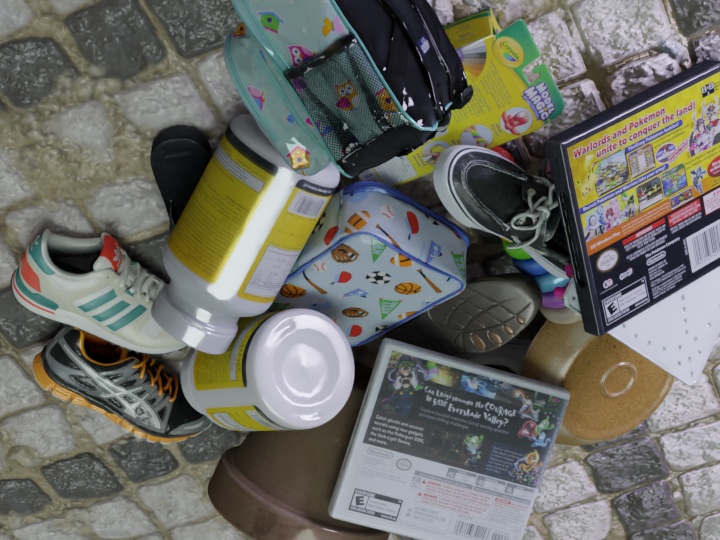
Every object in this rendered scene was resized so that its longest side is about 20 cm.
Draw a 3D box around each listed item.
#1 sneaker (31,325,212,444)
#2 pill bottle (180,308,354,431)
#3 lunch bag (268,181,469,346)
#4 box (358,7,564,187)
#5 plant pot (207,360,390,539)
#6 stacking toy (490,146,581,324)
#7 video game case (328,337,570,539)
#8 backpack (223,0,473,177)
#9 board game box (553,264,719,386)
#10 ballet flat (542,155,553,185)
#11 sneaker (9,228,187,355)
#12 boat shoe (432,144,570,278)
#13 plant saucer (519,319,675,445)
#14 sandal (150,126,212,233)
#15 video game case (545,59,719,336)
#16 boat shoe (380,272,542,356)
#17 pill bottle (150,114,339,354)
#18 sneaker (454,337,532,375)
[{"bbox_3d":[-0.236,0.115,1.564,0.199,0.079,0.077,23,119,-23],"label":"sneaker"},{"bbox_3d":[-0.099,0.099,1.461,0.111,0.112,0.199,28,161,-25],"label":"pill bottle"},{"bbox_3d":[0.000,0.000,1.441,0.159,0.076,0.199,25,144,-32],"label":"lunch bag"},{"bbox_3d":[0.072,-0.153,1.344,0.198,0.049,0.118,-19,131,18],"label":"box"},{"bbox_3d":[-0.039,0.185,1.561,0.198,0.200,0.176,18,102,-18],"label":"plant pot"},{"bbox_3d":[0.162,-0.043,1.437,0.085,0.086,0.200,-27,122,22],"label":"stacking toy"},{"bbox_3d":[0.087,0.178,1.482,0.198,0.023,0.184,16,98,-14],"label":"video game case"},{"bbox_3d":[-0.022,-0.187,1.214,0.152,0.176,0.201,-21,104,26],"label":"backpack"},{"bbox_3d":[0.282,-0.022,1.389,0.199,0.026,0.202,30,82,-36],"label":"board game box"},{"bbox_3d":[0.253,-0.053,1.423,0.200,0.070,0.071,40,164,-34],"label":"ballet flat"},{"bbox_3d":[-0.236,0.016,1.472,0.198,0.071,0.094,19,136,-15],"label":"sneaker"},{"bbox_3d":[0.152,-0.049,1.349,0.199,0.074,0.068,38,163,-28],"label":"boat shoe"},{"bbox_3d":[0.256,0.104,1.543,0.198,0.035,0.202,-13,123,-20],"label":"plant saucer"},{"bbox_3d":[-0.152,-0.045,1.437,0.075,0.043,0.201,-14,132,11],"label":"sandal"},{"bbox_3d":[0.259,-0.066,1.332,0.199,0.025,0.182,-27,115,-27],"label":"video game case"},{"bbox_3d":[0.102,0.041,1.494,0.199,0.073,0.075,-24,104,42],"label":"boat shoe"},{"bbox_3d":[-0.110,-0.030,1.365,0.111,0.112,0.201,24,105,-23],"label":"pill bottle"},{"bbox_3d":[0.179,0.114,1.579,0.198,0.071,0.073,9,132,-11],"label":"sneaker"}]
